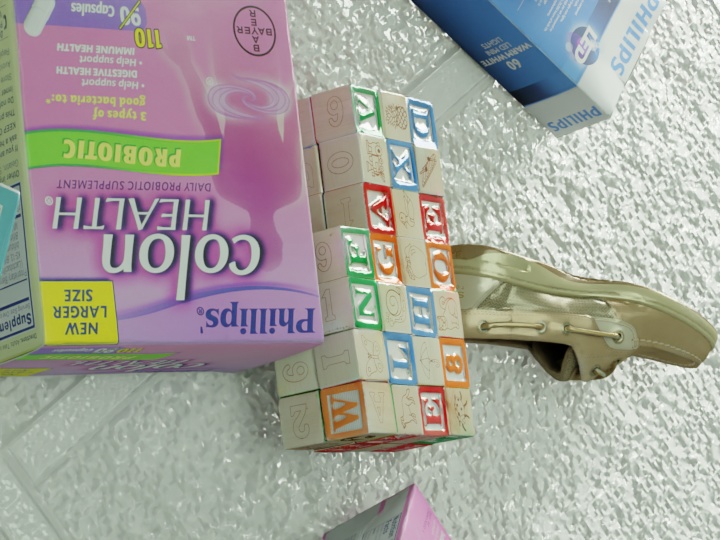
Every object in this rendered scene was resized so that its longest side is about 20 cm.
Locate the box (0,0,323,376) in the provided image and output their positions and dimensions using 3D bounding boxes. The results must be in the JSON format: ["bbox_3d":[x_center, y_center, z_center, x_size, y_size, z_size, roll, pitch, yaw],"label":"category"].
[{"bbox_3d":[-0.126,-0.049,1.331,0.175,0.096,0.201,1,78,-36],"label":"box"}]

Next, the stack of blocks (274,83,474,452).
[{"bbox_3d":[0.000,0.000,1.414,0.115,0.058,0.201,8,72,-56],"label":"stack of blocks"}]

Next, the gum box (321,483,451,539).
[{"bbox_3d":[0.023,0.208,1.338,0.114,0.066,0.200,57,16,-11],"label":"gum box"}]

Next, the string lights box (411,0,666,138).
[{"bbox_3d":[0.092,-0.189,1.551,0.200,0.059,0.103,42,58,-21],"label":"string lights box"}]

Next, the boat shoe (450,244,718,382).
[{"bbox_3d":[0.129,0.038,1.520,0.199,0.071,0.065,15,76,-24],"label":"boat shoe"}]

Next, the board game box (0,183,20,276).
[{"bbox_3d":[-0.272,-0.022,1.150,0.150,0.200,0.047,25,65,-29],"label":"board game box"}]
